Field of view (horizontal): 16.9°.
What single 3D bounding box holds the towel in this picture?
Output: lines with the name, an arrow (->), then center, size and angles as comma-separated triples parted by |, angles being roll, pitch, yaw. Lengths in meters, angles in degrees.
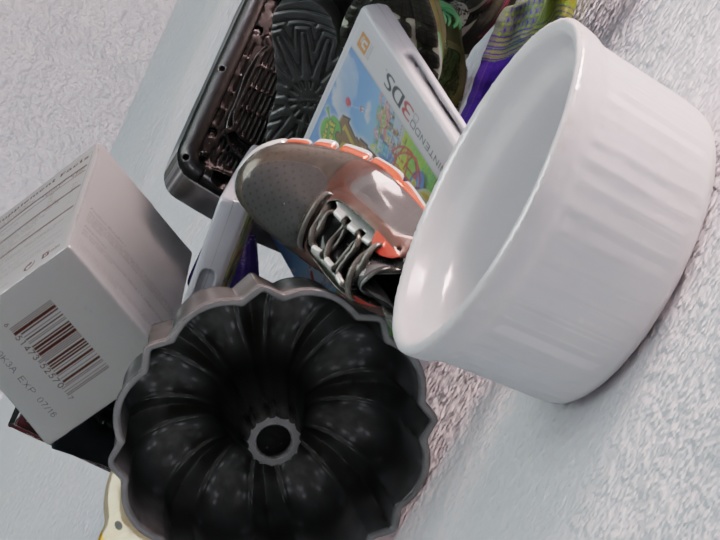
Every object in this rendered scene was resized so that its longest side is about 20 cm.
towel -> 0.093, -0.112, 1.689 | 0.200, 0.023, 0.144 | -66, 12, -9

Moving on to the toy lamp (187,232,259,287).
toy lamp -> -0.114, 0.067, 1.839 | 0.058, 0.058, 0.201 | -136, 54, -76

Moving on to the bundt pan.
bundt pan -> -0.058, 0.090, 1.487 | 0.202, 0.202, 0.076 | -61, 19, 13

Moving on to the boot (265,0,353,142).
boot -> -0.002, -0.162, 1.750 | 0.200, 0.065, 0.165 | -57, -25, -54

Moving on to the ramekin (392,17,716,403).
ramekin -> 0.106, -0.026, 1.307 | 0.201, 0.098, 0.201 | -58, 14, 23

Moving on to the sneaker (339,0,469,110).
sneaker -> 0.040, -0.159, 1.647 | 0.200, 0.077, 0.089 | 81, -147, -63

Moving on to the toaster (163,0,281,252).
toaster -> -0.040, -0.101, 1.852 | 0.119, 0.181, 0.200 | 145, 148, -75

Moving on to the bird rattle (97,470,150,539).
bird rattle -> -0.106, 0.142, 1.669 | 0.163, 0.113, 0.200 | 2, 71, 29

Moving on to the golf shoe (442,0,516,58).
golf shoe -> 0.099, -0.244, 1.799 | 0.200, 0.077, 0.088 | -54, -23, -30

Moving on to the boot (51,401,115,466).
boot -> -0.139, 0.080, 1.906 | 0.200, 0.168, 0.076 | -63, 13, 1

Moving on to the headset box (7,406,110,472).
headset box -> -0.185, 0.093, 1.979 | 0.149, 0.200, 0.077 | -67, 9, -9

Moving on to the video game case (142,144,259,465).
video game case -> -0.102, 0.019, 1.602 | 0.200, 0.022, 0.182 | -77, 8, -77

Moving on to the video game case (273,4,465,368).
video game case -> 0.013, -0.037, 1.561 | 0.182, 0.022, 0.200 | 59, 139, 34

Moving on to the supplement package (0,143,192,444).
supplement package -> -0.210, 0.014, 1.777 | 0.117, 0.117, 0.200 | -35, 18, 15

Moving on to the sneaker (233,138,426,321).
sneaker -> 0.006, -0.016, 1.433 | 0.077, 0.200, 0.082 | -67, -15, 19
